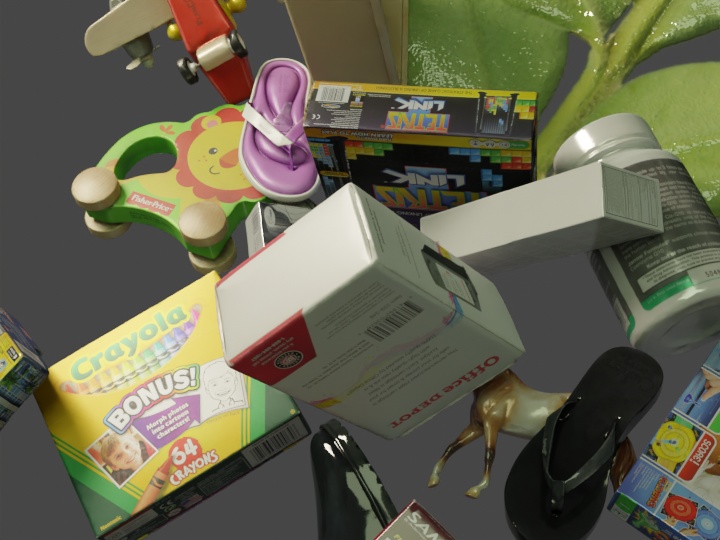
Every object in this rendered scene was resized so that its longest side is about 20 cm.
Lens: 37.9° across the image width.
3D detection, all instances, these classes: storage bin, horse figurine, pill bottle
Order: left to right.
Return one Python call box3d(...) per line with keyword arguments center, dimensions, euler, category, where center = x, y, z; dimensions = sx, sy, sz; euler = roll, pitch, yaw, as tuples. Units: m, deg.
box3d(center=(-0.010, -0.292, 1.065), dimensions=(0.094, 0.200, 0.199), euler=(-3, 61, 11), category="storage bin")
box3d(center=(0.146, 0.140, 0.884), dimensions=(0.200, 0.050, 0.133), euler=(15, 70, 18), category="horse figurine")
box3d(center=(0.252, -0.034, 0.924), dimensions=(0.113, 0.113, 0.200), euler=(-20, 61, -1), category="pill bottle")

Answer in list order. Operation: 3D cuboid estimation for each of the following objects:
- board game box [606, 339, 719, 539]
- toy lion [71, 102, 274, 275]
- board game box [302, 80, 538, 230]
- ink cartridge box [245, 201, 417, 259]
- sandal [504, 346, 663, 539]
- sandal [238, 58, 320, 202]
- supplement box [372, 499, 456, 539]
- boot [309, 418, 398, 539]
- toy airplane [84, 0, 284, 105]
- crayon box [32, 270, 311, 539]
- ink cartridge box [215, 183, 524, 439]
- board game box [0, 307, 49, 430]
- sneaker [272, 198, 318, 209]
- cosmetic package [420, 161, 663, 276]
box3d(center=(0.304, 0.148, 0.827), dimensions=(0.135, 0.034, 0.200), euler=(34, 59, 20), category="board game box")
box3d(center=(-0.161, -0.101, 1.069), dimensions=(0.200, 0.069, 0.192), euler=(18, 59, 17), category="toy lion")
box3d(center=(0.061, -0.098, 0.963), dimensions=(0.200, 0.165, 0.057), euler=(5, 61, 13), category="board game box")
box3d(center=(0.000, 0.000, 0.932), dimensions=(0.200, 0.039, 0.100), euler=(7, 54, -27), category="ink cartridge box")
box3d(center=(0.172, 0.132, 0.824), dimensions=(0.076, 0.043, 0.200), euler=(21, 58, 25), category="sandal")
box3d(center=(-0.082, -0.150, 1.044), dimensions=(0.082, 0.050, 0.203), euler=(-4, 50, -5), category="sandal")
box3d(center=(-0.015, 0.259, 0.739), dimensions=(0.200, 0.109, 0.061), euler=(-42, 76, -18), category="supplement box")
box3d(center=(-0.043, 0.238, 0.846), dimensions=(0.168, 0.076, 0.200), euler=(-27, 66, -9), category="boot")
box3d(center=(-0.180, -0.296, 1.132), dimensions=(0.200, 0.141, 0.199), euler=(19, 98, 5), category="toy airplane")
box3d(center=(-0.173, 0.123, 0.944), dimensions=(0.200, 0.058, 0.173), euler=(-31, 61, -7), category="crayon box")
box3d(center=(0.009, 0.040, 0.823), dimensions=(0.148, 0.200, 0.086), euler=(-36, 49, 21), category="ink cartridge box")
box3d(center=(-0.373, 0.132, 0.937), dimensions=(0.200, 0.062, 0.200), euler=(-49, 34, -8), category="board game box")
box3d(center=(-0.048, 0.006, 0.972), dimensions=(0.078, 0.085, 0.200), euler=(-16, 59, 1), category="sneaker")
box3d(center=(0.149, -0.040, 0.896), dimensions=(0.200, 0.082, 0.051), euler=(-16, 69, 47), category="cosmetic package")
